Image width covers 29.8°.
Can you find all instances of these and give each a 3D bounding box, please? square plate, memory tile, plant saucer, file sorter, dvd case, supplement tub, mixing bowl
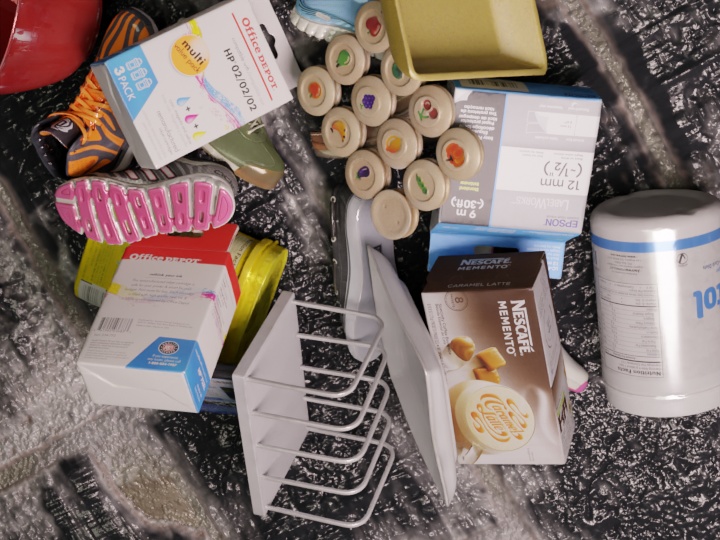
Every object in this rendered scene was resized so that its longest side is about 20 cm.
[{"bbox_3d":[0.056,0.102,1.363,0.028,0.198,0.200,-16,132,-6],"label":"square plate"},{"bbox_3d":[0.024,-0.143,1.305,0.153,0.017,0.200,-41,75,38],"label":"memory tile"},{"bbox_3d":[0.079,-0.271,1.262,0.048,0.200,0.200,-12,89,45],"label":"plant saucer"},{"bbox_3d":[-0.041,0.148,1.414,0.124,0.139,0.200,8,129,17],"label":"file sorter"},{"bbox_3d":[-0.168,0.127,1.458,0.142,0.200,0.018,4,73,13],"label":"dvd case"},{"bbox_3d":[0.298,0.029,1.338,0.132,0.132,0.200,-4,107,15],"label":"supplement tub"},{"bbox_3d":[-0.333,-0.267,1.386,0.108,0.200,0.200,6,115,-33],"label":"mixing bowl"}]

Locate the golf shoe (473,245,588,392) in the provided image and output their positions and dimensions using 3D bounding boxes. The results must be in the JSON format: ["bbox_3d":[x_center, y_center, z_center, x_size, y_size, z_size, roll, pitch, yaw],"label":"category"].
[{"bbox_3d":[0.170,0.048,1.408,0.200,0.075,0.092,38,91,-10],"label":"golf shoe"}]

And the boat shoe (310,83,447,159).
[{"bbox_3d":[0.047,-0.161,1.376,0.200,0.076,0.074,-10,99,8],"label":"boat shoe"}]

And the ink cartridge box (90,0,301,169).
[{"bbox_3d":[-0.149,-0.195,1.341,0.200,0.068,0.115,-30,106,-18],"label":"ink cartridge box"}]

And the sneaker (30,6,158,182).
[{"bbox_3d":[-0.268,-0.167,1.376,0.078,0.112,0.200,33,125,20],"label":"sneaker"}]

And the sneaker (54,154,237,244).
[{"bbox_3d":[-0.214,-0.079,1.395,0.199,0.087,0.074,-4,116,16],"label":"sneaker"}]

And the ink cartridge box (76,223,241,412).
[{"bbox_3d":[-0.194,0.041,1.366,0.116,0.200,0.067,4,138,14],"label":"ink cartridge box"}]

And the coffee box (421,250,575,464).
[{"bbox_3d":[0.139,0.088,1.335,0.114,0.080,0.200,-3,117,20],"label":"coffee box"}]

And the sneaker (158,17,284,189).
[{"bbox_3d":[-0.145,-0.180,1.412,0.200,0.067,0.090,41,117,2],"label":"sneaker"}]

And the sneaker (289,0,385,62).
[{"bbox_3d":[0.031,-0.254,1.344,0.200,0.078,0.090,19,107,7],"label":"sneaker"}]

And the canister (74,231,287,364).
[{"bbox_3d":[-0.197,0.004,1.474,0.200,0.087,0.149,24,110,7],"label":"canister"}]

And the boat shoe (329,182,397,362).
[{"bbox_3d":[0.000,0.000,1.442,0.057,0.069,0.200,24,124,42],"label":"boat shoe"}]

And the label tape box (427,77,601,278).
[{"bbox_3d":[0.147,-0.082,1.321,0.143,0.066,0.200,4,107,-5],"label":"label tape box"}]
